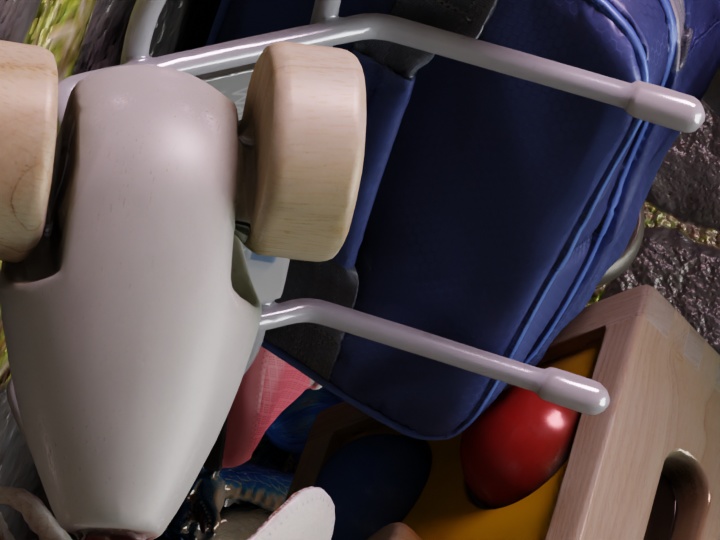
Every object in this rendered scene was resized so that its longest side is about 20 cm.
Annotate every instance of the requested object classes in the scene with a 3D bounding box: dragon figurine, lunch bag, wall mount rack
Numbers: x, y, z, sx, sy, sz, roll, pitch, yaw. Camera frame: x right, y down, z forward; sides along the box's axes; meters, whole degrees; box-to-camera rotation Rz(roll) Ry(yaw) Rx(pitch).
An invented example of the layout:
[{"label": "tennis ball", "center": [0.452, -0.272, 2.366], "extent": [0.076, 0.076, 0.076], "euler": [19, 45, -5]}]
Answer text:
[{"label": "dragon figurine", "center": [-0.019, 0.058, 1.164], "extent": [0.059, 0.099, 0.200], "euler": [115, -2, -45]}, {"label": "lunch bag", "center": [0.028, -0.057, 0.909], "extent": [0.132, 0.136, 0.200], "euler": [-51, 168, -50]}, {"label": "wall mount rack", "center": [-0.007, -0.007, 0.829], "extent": [0.173, 0.075, 0.200], "euler": [-13, 141, -25]}]

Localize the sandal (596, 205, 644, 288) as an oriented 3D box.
[{"label": "sandal", "center": [0.036, -0.021, 1.087], "extent": [0.055, 0.199, 0.082], "euler": [-22, -108, 51]}]

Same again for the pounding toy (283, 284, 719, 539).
[{"label": "pounding toy", "center": [0.040, 0.112, 0.942], "extent": [0.184, 0.142, 0.200], "euler": [-23, -146, 40]}]

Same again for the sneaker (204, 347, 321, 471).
[{"label": "sneaker", "center": [0.000, 0.000, 1.121], "extent": [0.074, 0.086, 0.200], "euler": [101, 14, -51]}]

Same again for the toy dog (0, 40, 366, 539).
[{"label": "toy dog", "center": [-0.061, 0.033, 0.698], "extent": [0.201, 0.132, 0.096], "euler": [-64, -172, 0]}]

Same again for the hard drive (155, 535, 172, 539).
[{"label": "hard drive", "center": [-0.119, 0.200, 1.050], "extent": [0.140, 0.038, 0.201], "euler": [-44, 154, -71]}]

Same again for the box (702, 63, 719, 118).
[{"label": "box", "center": [0.184, -0.088, 0.943], "extent": [0.127, 0.200, 0.109], "euler": [-7, 133, -31]}]
